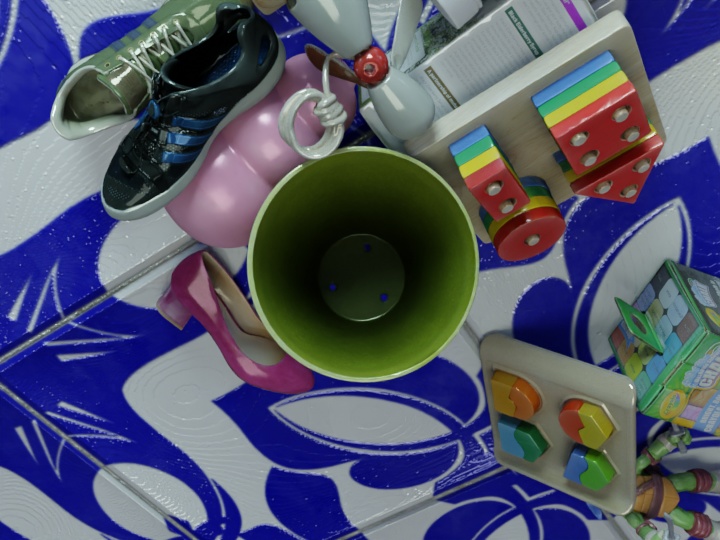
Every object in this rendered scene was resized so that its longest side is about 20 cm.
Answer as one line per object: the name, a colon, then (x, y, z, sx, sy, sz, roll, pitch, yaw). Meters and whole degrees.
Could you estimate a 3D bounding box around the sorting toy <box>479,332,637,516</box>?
sorting toy: (0.220, 0.179, 0.948, 0.184, 0.036, 0.201, 18, 133, 35)

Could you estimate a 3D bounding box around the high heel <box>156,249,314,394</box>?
high heel: (-0.115, 0.057, 0.892, 0.199, 0.068, 0.096, 38, 128, -11)

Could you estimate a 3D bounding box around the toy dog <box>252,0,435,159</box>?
toy dog: (-0.016, -0.196, 0.640, 0.131, 0.097, 0.201, -12, 124, 5)

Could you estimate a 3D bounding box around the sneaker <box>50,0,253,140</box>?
sneaker: (-0.179, -0.167, 0.701, 0.199, 0.090, 0.067, -22, 123, 21)

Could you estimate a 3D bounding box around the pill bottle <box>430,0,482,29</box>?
pill bottle: (0.119, -0.278, 0.608, 0.200, 0.113, 0.112, -41, 118, 14)

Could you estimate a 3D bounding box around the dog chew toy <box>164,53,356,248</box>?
dog chew toy: (-0.085, -0.112, 0.741, 0.200, 0.125, 0.125, -39, 119, 14)

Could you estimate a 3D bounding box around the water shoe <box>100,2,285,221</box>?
water shoe: (-0.148, -0.129, 0.664, 0.200, 0.071, 0.079, -47, 154, 2)

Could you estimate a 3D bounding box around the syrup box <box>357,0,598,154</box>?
syrup box: (0.097, -0.182, 0.715, 0.199, 0.079, 0.081, -32, 121, 20)

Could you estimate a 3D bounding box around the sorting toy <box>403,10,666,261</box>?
sorting toy: (0.171, -0.093, 0.733, 0.199, 0.070, 0.199, -30, 149, 15)

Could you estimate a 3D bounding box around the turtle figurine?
turtle figurine: (0.395, 0.273, 1.021, 0.192, 0.145, 0.201, 15, 128, -17)

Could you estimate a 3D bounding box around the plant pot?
plant pot: (0.000, 0.000, 0.764, 0.185, 0.200, 0.189, 0, 87, -1)

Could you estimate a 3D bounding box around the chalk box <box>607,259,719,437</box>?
chalk box: (0.355, 0.084, 0.892, 0.198, 0.125, 0.124, 17, 124, -13)
